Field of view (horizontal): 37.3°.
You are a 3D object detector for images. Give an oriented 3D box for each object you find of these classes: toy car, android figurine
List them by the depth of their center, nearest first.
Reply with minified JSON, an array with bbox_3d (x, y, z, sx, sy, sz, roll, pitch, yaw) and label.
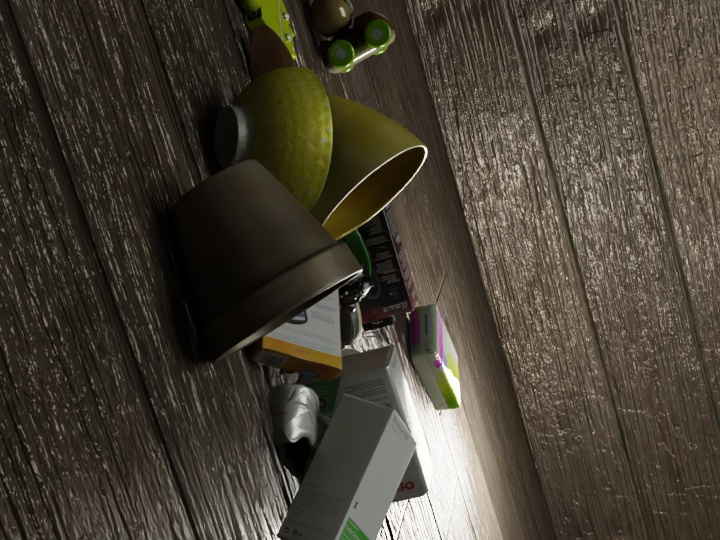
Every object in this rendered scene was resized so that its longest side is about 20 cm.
[{"bbox_3d":[-0.153,-0.424,1.763,0.200,0.041,0.184,50,28,-57],"label":"android figurine"},{"bbox_3d":[-0.036,-0.512,2.132,0.202,0.156,0.164,62,3,-6],"label":"toy car"}]

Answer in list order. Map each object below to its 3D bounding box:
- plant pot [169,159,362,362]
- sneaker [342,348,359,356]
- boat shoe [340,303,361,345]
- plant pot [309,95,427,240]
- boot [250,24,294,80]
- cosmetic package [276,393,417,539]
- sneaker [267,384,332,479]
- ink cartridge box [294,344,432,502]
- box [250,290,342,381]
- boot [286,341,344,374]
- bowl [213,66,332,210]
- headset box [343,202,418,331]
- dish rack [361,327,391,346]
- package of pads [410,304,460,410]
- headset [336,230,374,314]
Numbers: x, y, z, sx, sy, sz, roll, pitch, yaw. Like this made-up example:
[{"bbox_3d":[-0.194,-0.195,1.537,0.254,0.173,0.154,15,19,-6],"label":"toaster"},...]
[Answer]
[{"bbox_3d":[-0.123,-0.022,1.209,0.175,0.199,0.200,60,14,2],"label":"plant pot"},{"bbox_3d":[0.017,0.220,1.708,0.115,0.080,0.202,5,70,-73],"label":"sneaker"},{"bbox_3d":[-0.055,0.025,1.651,0.066,0.071,0.204,-26,101,-66],"label":"boat shoe"},{"bbox_3d":[-0.026,-0.156,1.488,0.142,0.200,0.200,50,9,12],"label":"plant pot"},{"bbox_3d":[-0.121,-0.289,1.719,0.146,0.069,0.203,-54,130,-81],"label":"boot"},{"bbox_3d":[-0.014,0.273,1.346,0.202,0.084,0.108,-63,147,-22],"label":"cosmetic package"},{"bbox_3d":[-0.067,0.234,1.396,0.200,0.077,0.100,50,36,-46],"label":"sneaker"},{"bbox_3d":[0.006,0.226,1.517,0.084,0.143,0.203,-62,136,-70],"label":"ink cartridge box"},{"bbox_3d":[-0.087,0.042,1.421,0.118,0.042,0.202,18,46,-25],"label":"box"},{"bbox_3d":[-0.085,0.068,1.512,0.200,0.069,0.133,-15,84,-83],"label":"boot"},{"bbox_3d":[-0.129,-0.172,1.405,0.106,0.200,0.203,1,69,-32],"label":"bowl"},{"bbox_3d":[0.000,0.000,1.717,0.075,0.147,0.203,-51,124,-73],"label":"headset box"},{"bbox_3d":[0.005,0.045,1.900,0.200,0.054,0.155,58,23,-57],"label":"dish rack"},{"bbox_3d":[0.164,0.190,2.362,0.156,0.067,0.201,-88,160,-46],"label":"package of pads"},{"bbox_3d":[-0.020,-0.005,1.571,0.124,0.093,0.201,52,31,-24],"label":"headset"}]
